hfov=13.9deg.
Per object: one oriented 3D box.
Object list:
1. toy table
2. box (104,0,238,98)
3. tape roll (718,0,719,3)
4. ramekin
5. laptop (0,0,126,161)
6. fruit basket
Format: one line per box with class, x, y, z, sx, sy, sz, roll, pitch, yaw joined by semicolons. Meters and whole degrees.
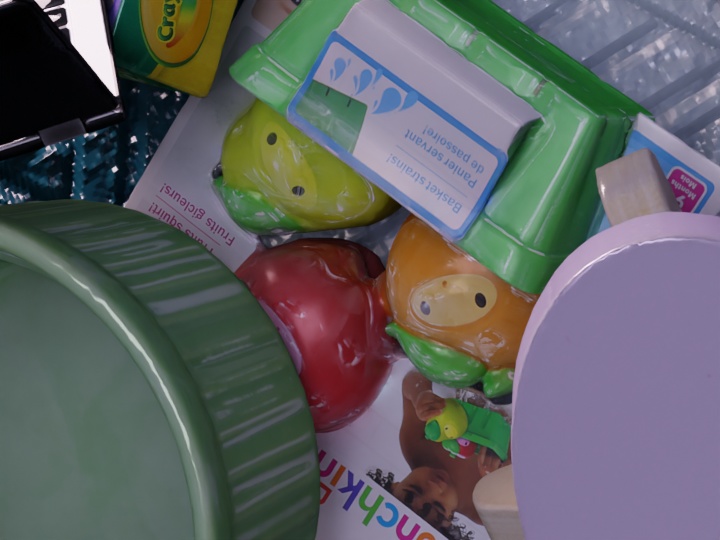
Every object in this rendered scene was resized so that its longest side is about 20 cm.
toy table;0.119;0.059;0.904;0.183;0.117;0.201;-12;110;8
box;-0.061;-0.166;1.031;0.117;0.048;0.201;18;88;63
tape roll;0.205;-0.141;0.976;0.202;0.037;0.204;-2;84;19
ramekin;-0.110;0.071;0.987;0.199;0.098;0.201;6;102;28
laptop;-0.180;-0.076;0.924;0.186;0.116;0.201;-17;44;3
fruit basket;0.000;0.000;1.004;0.185;0.094;0.200;37;100;18
